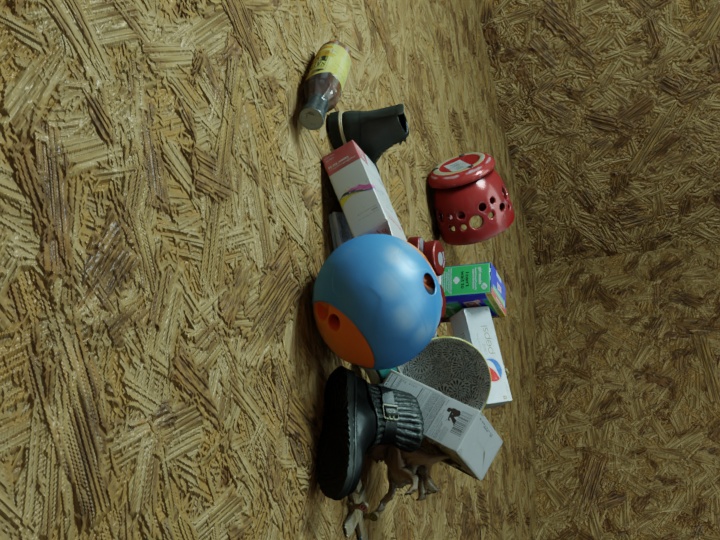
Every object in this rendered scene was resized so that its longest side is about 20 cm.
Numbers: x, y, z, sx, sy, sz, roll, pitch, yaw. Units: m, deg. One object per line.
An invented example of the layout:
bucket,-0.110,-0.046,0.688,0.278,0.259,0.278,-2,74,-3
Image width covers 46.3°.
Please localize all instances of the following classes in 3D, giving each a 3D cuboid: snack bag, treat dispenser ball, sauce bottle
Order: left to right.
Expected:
sauce bottle,-0.058,-0.299,1.360,0.202,0.065,0.067,-77,153,-49
snack bag,0.000,0.000,1.473,0.188,0.021,0.205,-3,85,-68
treat dispenser ball,0.025,0.047,1.273,0.200,0.196,0.206,-7,90,-71

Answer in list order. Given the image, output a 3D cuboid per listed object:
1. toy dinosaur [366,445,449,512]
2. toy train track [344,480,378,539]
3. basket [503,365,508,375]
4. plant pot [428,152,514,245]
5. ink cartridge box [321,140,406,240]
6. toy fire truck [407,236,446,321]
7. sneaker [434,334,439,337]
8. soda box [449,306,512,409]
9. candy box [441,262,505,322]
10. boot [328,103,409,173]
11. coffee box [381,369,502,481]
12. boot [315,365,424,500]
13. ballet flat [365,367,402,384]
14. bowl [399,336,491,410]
toy dinosaur,0.067,0.310,1.392,0.200,0.084,0.138,-51,-133,53
toy train track,0.014,0.426,1.364,0.115,0.032,0.204,-48,130,-66
basket,0.212,0.254,1.854,0.149,0.142,0.201,-45,169,-21
plant pot,0.276,-0.189,2.127,0.201,0.196,0.186,-62,137,-60
ink cartridge box,0.014,-0.100,1.406,0.203,0.067,0.116,68,13,23
toy fire truck,0.122,0.040,1.626,0.168,0.110,0.205,34,53,-58
sneaker,0.129,0.141,1.777,0.113,0.076,0.204,-72,159,-62
soda box,0.247,0.181,1.738,0.064,0.067,0.204,-42,-124,57
candy box,0.203,0.052,1.811,0.169,0.196,0.079,44,42,-61
boot,0.037,-0.216,1.505,0.200,0.135,0.079,51,36,-59
coffee box,0.122,0.254,1.396,0.080,0.198,0.113,-54,135,-17
boot,0.021,0.257,1.266,0.156,0.079,0.215,29,49,-29
ballet flat,0.040,0.193,1.482,0.070,0.068,0.203,-75,153,-48
bowl,0.154,0.212,1.681,0.094,0.196,0.205,-114,-170,-72
